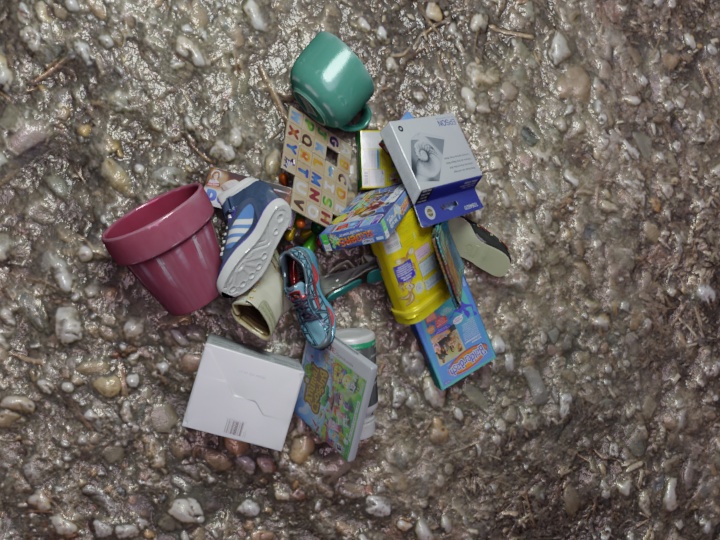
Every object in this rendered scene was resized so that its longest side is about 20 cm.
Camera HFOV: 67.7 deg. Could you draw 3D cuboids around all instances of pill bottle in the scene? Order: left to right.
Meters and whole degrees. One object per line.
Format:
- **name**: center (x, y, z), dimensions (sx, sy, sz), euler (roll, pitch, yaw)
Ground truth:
- **pill bottle**: center (-0.019, 0.230, 1.098), dimensions (0.108, 0.113, 0.209), euler (-4, 95, -13)

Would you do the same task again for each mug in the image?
- **mug**: center (-0.052, -0.342, 1.031), dimensions (0.185, 0.152, 0.115), euler (44, 85, -12)

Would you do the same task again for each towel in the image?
- **towel**: center (0.176, -0.029, 1.063), dimensions (0.021, 0.201, 0.151), euler (-18, 106, 17)

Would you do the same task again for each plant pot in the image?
- **plant pot**: center (-0.334, -0.030, 0.974), dimensions (0.195, 0.200, 0.184), euler (-28, 115, -10)

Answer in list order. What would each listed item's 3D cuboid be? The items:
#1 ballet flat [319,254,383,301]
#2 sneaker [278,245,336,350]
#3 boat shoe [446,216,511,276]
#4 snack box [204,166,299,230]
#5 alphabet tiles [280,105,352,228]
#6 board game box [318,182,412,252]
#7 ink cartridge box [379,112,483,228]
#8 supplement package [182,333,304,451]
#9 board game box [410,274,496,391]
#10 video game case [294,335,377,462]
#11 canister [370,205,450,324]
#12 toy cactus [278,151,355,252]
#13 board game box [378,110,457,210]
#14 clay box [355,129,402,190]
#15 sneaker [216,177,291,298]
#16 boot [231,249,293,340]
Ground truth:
- **ballet flat**: center (0.000, 0.000, 1.115), dimensions (0.194, 0.068, 0.065), euler (-21, 68, -14)
- **sneaker**: center (-0.111, 0.054, 1.008), dimensions (0.077, 0.095, 0.207), euler (-24, 77, 19)
- **boat shoe**: center (0.242, -0.066, 1.171), dimensions (0.198, 0.063, 0.075), euler (35, 120, -1)
- **snack box**: center (-0.210, -0.139, 1.025), dimensions (0.193, 0.024, 0.075), euler (17, 88, 15)
- **alphabet tiles**: center (-0.084, -0.190, 1.031), dimensions (0.164, 0.007, 0.208), euler (25, 61, -39)
- **board game box**: center (0.021, -0.106, 1.012), dimensions (0.131, 0.201, 0.035), euler (-10, 115, 31)
- **ink cartridge box**: center (0.153, -0.202, 1.046), dimensions (0.195, 0.040, 0.206), euler (-19, 82, -38)
- **supplement package**: center (-0.227, 0.235, 1.049), dimensions (0.193, 0.111, 0.162), euler (18, 89, -13)
- **board game box**: center (0.196, 0.134, 1.178), dimensions (0.148, 0.045, 0.206), euler (-26, 99, -11)
- **video game case**: center (-0.056, 0.232, 1.041), dimensions (0.022, 0.179, 0.207), euler (-7, 118, -46)
- **canister**: center (0.100, -0.021, 1.069), dimensions (0.146, 0.085, 0.206), euler (-33, 112, -28)
- **toy cactus**: center (-0.085, -0.140, 1.076), dimensions (0.159, 0.102, 0.209), euler (-9, 88, -22)
- **board game box**: center (0.133, -0.215, 1.086), dimensions (0.200, 0.019, 0.104), euler (46, 63, -9)
- **clay box**: center (0.089, -0.230, 1.126), dimensions (0.192, 0.047, 0.120), euler (-2, 92, -14)
- **sneaker**: center (-0.221, -0.070, 0.965), dimensions (0.203, 0.145, 0.080), euler (-56, 148, 0)
- **boot**: center (-0.206, 0.016, 1.017), dimensions (0.071, 0.156, 0.202), euler (-29, 106, 30)
